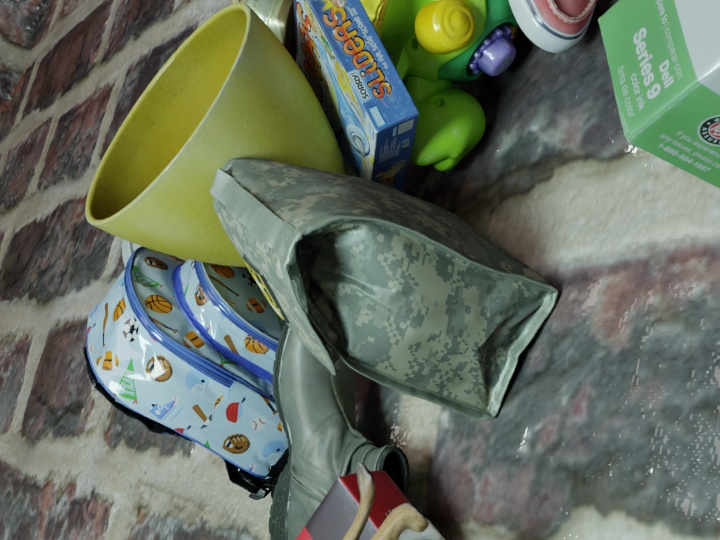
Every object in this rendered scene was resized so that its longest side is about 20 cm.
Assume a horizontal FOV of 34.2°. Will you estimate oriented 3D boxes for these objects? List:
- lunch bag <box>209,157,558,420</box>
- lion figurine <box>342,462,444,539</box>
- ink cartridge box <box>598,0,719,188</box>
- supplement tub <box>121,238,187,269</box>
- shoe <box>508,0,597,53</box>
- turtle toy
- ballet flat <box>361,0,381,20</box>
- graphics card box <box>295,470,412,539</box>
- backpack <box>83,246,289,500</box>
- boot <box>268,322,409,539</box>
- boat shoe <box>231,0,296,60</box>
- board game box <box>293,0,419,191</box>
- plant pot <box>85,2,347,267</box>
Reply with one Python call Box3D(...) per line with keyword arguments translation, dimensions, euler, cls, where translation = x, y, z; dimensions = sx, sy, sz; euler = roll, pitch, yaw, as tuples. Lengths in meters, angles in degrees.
Box3D(translation=(0.000, 0.000, 0.777), dimensions=(0.118, 0.200, 0.164), euler=(-63, 29, 9), cls="lunch bag")
Box3D(translation=(0.024, 0.211, 0.629), dimensions=(0.122, 0.200, 0.072), euler=(-42, 10, -5), cls="lion figurine")
Box3D(translation=(0.229, -0.116, 0.511), dimensions=(0.200, 0.145, 0.088), euler=(-41, 38, 40), cls="ink cartridge box")
Box3D(translation=(-0.126, -0.050, 1.093), dimensions=(0.200, 0.144, 0.145), euler=(-35, 42, 47), cls="supplement tub")
Box3D(translation=(0.160, -0.252, 0.807), dimensions=(0.091, 0.071, 0.201), euler=(-32, 40, 56), cls="shoe")
Box3D(translation=(0.066, -0.177, 0.889), dimensions=(0.146, 0.101, 0.201), euler=(4, 75, 62), cls="turtle toy")
Box3D(translation=(0.044, -0.261, 1.034), dimensions=(0.067, 0.067, 0.201), euler=(3, 72, 47), cls="ballet flat")
Box3D(translation=(-0.015, 0.244, 0.751), dimensions=(0.126, 0.051, 0.200), euler=(49, 116, 34), cls="graphics card box")
Box3D(translation=(-0.126, 0.065, 0.964), dimensions=(0.154, 0.190, 0.200), euler=(-60, 28, 15), cls="backpack")
Box3D(translation=(-0.006, 0.124, 0.839), dimensions=(0.131, 0.068, 0.201), euler=(0, 87, 57), cls="boot")
Box3D(translation=(-0.100, -0.196, 1.168), dimensions=(0.200, 0.062, 0.073), euler=(102, -175, -48), cls="boat shoe")
Box3D(translation=(-0.007, -0.130, 0.887), dimensions=(0.200, 0.034, 0.136), euler=(96, 148, -74), cls="board game box")
Box3D(translation=(-0.095, -0.082, 0.903), dimensions=(0.200, 0.142, 0.200), euler=(-39, 30, 28), cls="plant pot")
